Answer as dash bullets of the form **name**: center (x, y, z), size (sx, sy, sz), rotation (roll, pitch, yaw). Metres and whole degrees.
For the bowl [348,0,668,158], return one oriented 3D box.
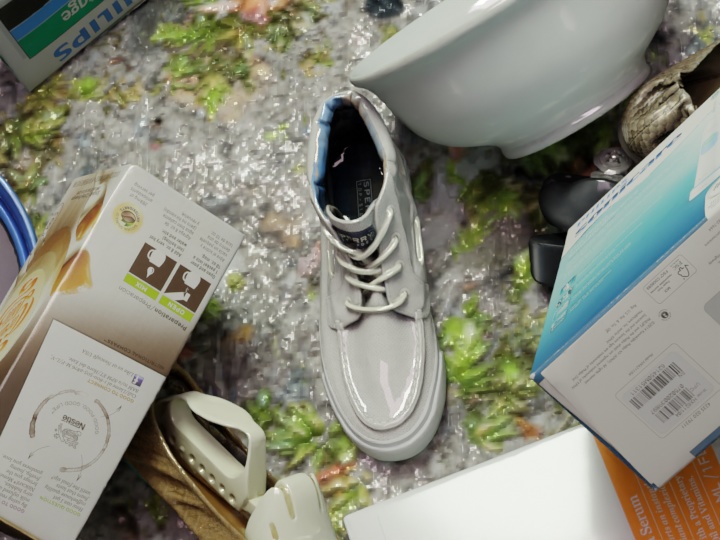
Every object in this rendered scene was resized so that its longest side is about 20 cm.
- **bowl**: center (0.099, -0.125, 1.123), size (0.201, 0.201, 0.090), rotation (-33, 100, -3)

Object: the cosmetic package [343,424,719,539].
- **cosmetic package**: center (0.104, 0.145, 1.032), size (0.200, 0.071, 0.102), rotation (-22, 62, 3)

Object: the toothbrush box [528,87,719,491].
- **toothbrush box**: center (0.170, -0.006, 0.975), size (0.085, 0.200, 0.146), rotation (42, 112, -8)

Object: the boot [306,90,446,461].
- **boot**: center (0.000, 0.000, 1.112), size (0.073, 0.096, 0.200), rotation (-13, 63, 8)

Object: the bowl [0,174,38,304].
- **bowl**: center (-0.285, 0.014, 1.176), size (0.200, 0.039, 0.201), rotation (0, 79, 0)

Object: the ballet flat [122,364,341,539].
- **ballet flat**: center (-0.060, 0.121, 1.078), size (0.068, 0.072, 0.200), rotation (-12, 46, -43)

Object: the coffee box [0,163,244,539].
- **coffee box**: center (-0.160, 0.048, 1.103), size (0.080, 0.114, 0.200), rotation (33, 75, -19)

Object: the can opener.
- **can opener**: center (0.194, -0.024, 1.106), size (0.200, 0.079, 0.063), rotation (3, 27, 12)

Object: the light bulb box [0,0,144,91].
- **light bulb box**: center (-0.244, -0.252, 1.233), size (0.125, 0.200, 0.198), rotation (-39, 62, -5)

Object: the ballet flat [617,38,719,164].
- **ballet flat**: center (0.226, -0.119, 1.114), size (0.200, 0.046, 0.067), rotation (-29, 71, -23)
